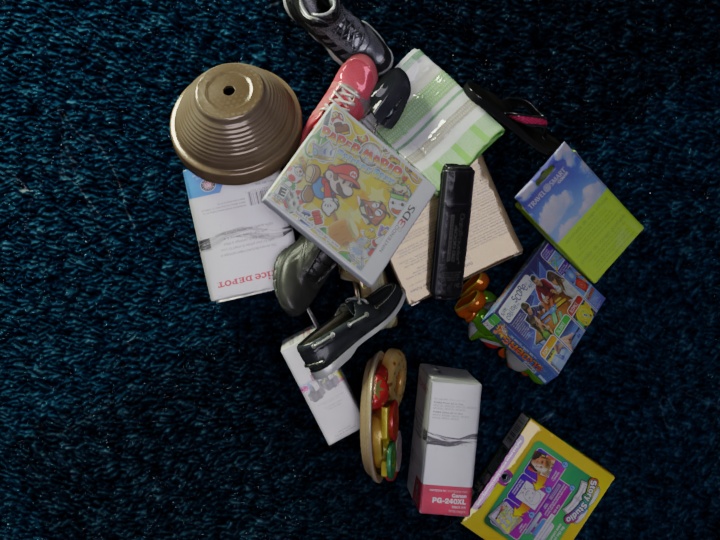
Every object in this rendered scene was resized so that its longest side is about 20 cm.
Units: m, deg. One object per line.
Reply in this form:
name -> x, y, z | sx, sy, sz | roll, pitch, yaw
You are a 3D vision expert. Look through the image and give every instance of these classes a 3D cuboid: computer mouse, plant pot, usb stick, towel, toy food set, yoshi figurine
computer mouse -> 0.030, -0.209, 1.518 | 0.058, 0.034, 0.203 | 30, 77, -47
plant pot -> -0.186, -0.233, 1.490 | 0.197, 0.093, 0.204 | -2, 61, 3
usb stick -> 0.135, -0.057, 1.515 | 0.055, 0.033, 0.203 | -2, 105, -24
towel -> 0.100, -0.228, 1.551 | 0.149, 0.031, 0.200 | -44, 69, 0
toy food set -> 0.036, 0.221, 1.536 | 0.048, 0.200, 0.202 | 0, 91, 9
yoshi figurine -> 0.245, 0.089, 1.589 | 0.200, 0.112, 0.113 | 44, 79, -14

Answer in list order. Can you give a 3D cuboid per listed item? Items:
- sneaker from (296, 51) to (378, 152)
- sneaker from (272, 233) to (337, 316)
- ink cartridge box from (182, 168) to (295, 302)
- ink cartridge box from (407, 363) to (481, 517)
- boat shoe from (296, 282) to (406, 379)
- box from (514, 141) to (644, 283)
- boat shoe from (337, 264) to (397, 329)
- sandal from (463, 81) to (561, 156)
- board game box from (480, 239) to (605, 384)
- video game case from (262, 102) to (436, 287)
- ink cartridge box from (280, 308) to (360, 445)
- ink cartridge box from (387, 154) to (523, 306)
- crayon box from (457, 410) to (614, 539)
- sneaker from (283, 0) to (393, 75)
sneaker -> -0.035, -0.229, 1.528 | 0.073, 0.087, 0.202 | 32, 107, 4
sneaker -> -0.061, -0.026, 1.492 | 0.076, 0.090, 0.202 | 39, 60, -36
ink cartridge box -> -0.176, -0.066, 1.551 | 0.142, 0.084, 0.203 | -12, 95, -4
ink cartridge box -> 0.127, 0.255, 1.568 | 0.082, 0.145, 0.204 | 5, 93, -4
boat shoe -> -0.011, 0.073, 1.492 | 0.200, 0.075, 0.061 | -45, 109, -33
box -> 0.334, -0.092, 1.596 | 0.200, 0.048, 0.122 | 43, 89, -18
boat shoe -> 0.000, 0.000, 1.577 | 0.065, 0.074, 0.203 | -19, 95, -9
sandal -> 0.242, -0.237, 1.557 | 0.199, 0.075, 0.045 | 30, 113, -28
board game box -> 0.281, 0.059, 1.557 | 0.135, 0.034, 0.200 | 44, 49, 0
video game case -> -0.013, -0.109, 1.468 | 0.199, 0.023, 0.183 | 38, 72, -10
ink cartridge box -> -0.067, 0.151, 1.560 | 0.067, 0.115, 0.202 | -27, 95, -2
ink cartridge box -> 0.126, -0.063, 1.583 | 0.198, 0.075, 0.167 | -24, 96, -4
crayon box -> 0.277, 0.359, 1.633 | 0.171, 0.058, 0.201 | 35, 91, -7
sneaker -> -0.032, -0.365, 1.530 | 0.199, 0.114, 0.076 | 37, 90, -6
